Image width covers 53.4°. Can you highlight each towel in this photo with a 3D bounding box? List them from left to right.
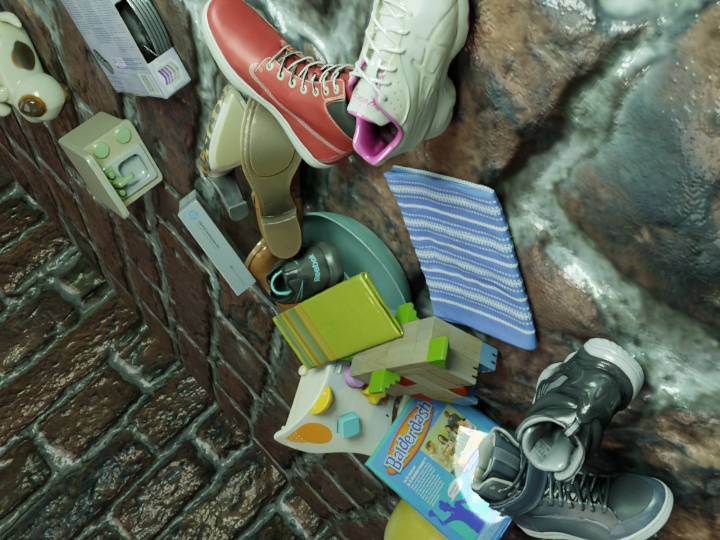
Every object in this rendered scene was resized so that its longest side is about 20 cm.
[{"bbox_3d":[-0.031,0.065,0.865,0.198,0.018,0.087,-26,101,49],"label":"towel"},{"bbox_3d":[0.103,-0.009,0.726,0.143,0.024,0.203,22,145,46],"label":"towel"}]

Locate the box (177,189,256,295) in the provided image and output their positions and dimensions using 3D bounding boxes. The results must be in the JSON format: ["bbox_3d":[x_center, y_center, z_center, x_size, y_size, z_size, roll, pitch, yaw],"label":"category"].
[{"bbox_3d":[-0.239,-0.051,1.179,0.158,0.041,0.200,56,174,-16],"label":"box"}]

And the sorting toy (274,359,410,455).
[{"bbox_3d":[0.001,0.167,0.995,0.178,0.204,0.106,33,150,-29],"label":"sorting toy"}]

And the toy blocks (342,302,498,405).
[{"bbox_3d":[0.085,0.115,0.843,0.135,0.102,0.198,26,154,-27],"label":"toy blocks"}]

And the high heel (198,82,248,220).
[{"bbox_3d":[-0.187,-0.184,0.944,0.144,0.070,0.203,58,153,36],"label":"high heel"}]

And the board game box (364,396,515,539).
[{"bbox_3d":[0.124,0.254,0.930,0.198,0.154,0.045,35,177,29],"label":"board game box"}]

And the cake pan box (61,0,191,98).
[{"bbox_3d":[-0.329,-0.331,0.969,0.198,0.052,0.186,21,146,49],"label":"cake pan box"}]

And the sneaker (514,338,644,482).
[{"bbox_3d":[0.190,0.146,0.693,0.075,0.114,0.201,41,156,14],"label":"sneaker"}]

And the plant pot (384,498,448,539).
[{"bbox_3d":[0.145,0.384,1.094,0.198,0.198,0.145,34,129,28],"label":"plant pot"}]

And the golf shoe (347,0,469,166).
[{"bbox_3d":[0.030,-0.161,0.535,0.075,0.091,0.202,36,153,27],"label":"golf shoe"}]

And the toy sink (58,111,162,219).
[{"bbox_3d":[-0.451,-0.199,1.316,0.199,0.111,0.132,27,150,51],"label":"toy sink"}]

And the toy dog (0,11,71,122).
[{"bbox_3d":[-0.665,-0.387,1.415,0.192,0.140,0.202,-34,97,30],"label":"toy dog"}]

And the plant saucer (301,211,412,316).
[{"bbox_3d":[0.000,0.000,0.910,0.199,0.036,0.202,39,155,22],"label":"plant saucer"}]

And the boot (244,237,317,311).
[{"bbox_3d":[-0.093,0.030,1.083,0.154,0.074,0.201,43,169,16],"label":"boot"}]

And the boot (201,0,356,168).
[{"bbox_3d":[-0.057,-0.193,0.673,0.200,0.073,0.143,47,158,-17],"label":"boot"}]

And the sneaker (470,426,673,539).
[{"bbox_3d":[0.209,0.227,0.757,0.146,0.078,0.200,42,140,-23],"label":"sneaker"}]

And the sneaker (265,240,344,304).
[{"bbox_3d":[-0.091,0.006,0.921,0.199,0.078,0.077,-28,82,65],"label":"sneaker"}]

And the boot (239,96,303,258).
[{"bbox_3d":[-0.102,-0.127,0.865,0.156,0.075,0.205,-117,16,-70],"label":"boot"}]
